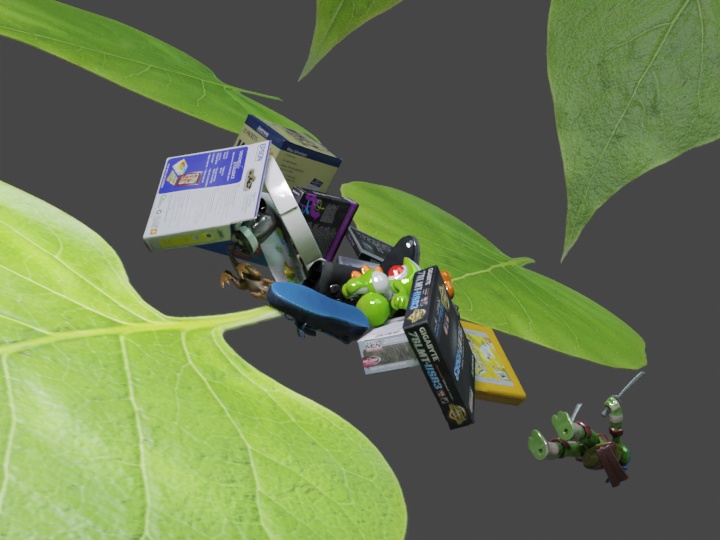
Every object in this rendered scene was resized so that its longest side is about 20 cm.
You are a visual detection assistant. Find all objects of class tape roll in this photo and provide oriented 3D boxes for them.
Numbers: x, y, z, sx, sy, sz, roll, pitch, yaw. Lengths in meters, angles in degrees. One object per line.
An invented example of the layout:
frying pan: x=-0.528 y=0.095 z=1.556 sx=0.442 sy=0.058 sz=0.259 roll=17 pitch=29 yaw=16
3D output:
tape roll: x=-0.127 y=-0.105 z=1.543 sx=0.204 sy=0.037 sz=0.203 roll=64 pitch=-3 yaw=5

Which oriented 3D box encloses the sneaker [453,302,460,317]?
sneaker: x=0.154 y=0.102 z=1.735 sx=0.066 sy=0.091 sz=0.200 roll=30 pitch=15 yaw=12

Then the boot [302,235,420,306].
boot: x=0.000 y=0.001 z=1.593 sx=0.198 sy=0.166 sz=0.066 roll=9 pitch=19 yaw=-32

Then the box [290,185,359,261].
box: x=-0.098 y=-0.094 z=1.820 sx=0.036 sy=0.144 sz=0.199 roll=35 pitch=15 yaw=31

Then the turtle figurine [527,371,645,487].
turtle figurine: x=0.383 y=0.268 z=1.516 sx=0.193 sy=0.202 sz=0.143 roll=12 pitch=-13 yaw=-36

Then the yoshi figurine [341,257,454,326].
yoshi figurine: x=0.064 y=0.053 z=1.551 sx=0.198 sy=0.113 sz=0.112 roll=-3 pitch=32 yaw=-25

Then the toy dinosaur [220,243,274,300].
toy dinosaur: x=-0.195 y=0.012 z=1.490 sx=0.200 sy=0.061 sz=0.106 roll=40 pitch=6 yaw=29

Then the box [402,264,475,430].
box: x=0.135 y=0.122 z=1.431 sx=0.200 sy=0.049 sz=0.200 roll=64 pitch=19 yaw=-20

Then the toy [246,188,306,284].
toy: x=-0.172 y=-0.053 z=1.591 sx=0.201 sy=0.047 sz=0.115 roll=62 pitch=21 yaw=16

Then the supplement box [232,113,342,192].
supplement box: x=-0.183 y=-0.205 z=1.919 sx=0.134 sy=0.201 sz=0.199 roll=38 pitch=17 yaw=35

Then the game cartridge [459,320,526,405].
game cartridge: x=0.209 y=0.165 z=1.639 sx=0.199 sy=0.032 sz=0.177 roll=17 pitch=38 yaw=-42

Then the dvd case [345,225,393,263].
dvd case: x=0.040 y=-0.044 z=2.150 sx=0.149 sy=0.025 sz=0.200 roll=24 pitch=16 yaw=-21

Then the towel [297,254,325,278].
towel: x=-0.057 y=0.022 z=1.723 sx=0.132 sy=0.035 sz=0.200 roll=22 pitch=16 yaw=-22

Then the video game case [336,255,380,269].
video game case: x=0.051 y=0.016 z=1.751 sx=0.198 sy=0.019 sz=0.143 roll=13 pitch=16 yaw=-7

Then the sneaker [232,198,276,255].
sneaker: x=-0.211 y=-0.101 z=1.510 sx=0.200 sy=0.090 sz=0.067 roll=36 pitch=-26 yaw=41

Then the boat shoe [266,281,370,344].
boat shoe: x=-0.074 y=0.083 z=1.433 sx=0.199 sy=0.069 sz=0.084 roll=26 pitch=26 yaw=-29

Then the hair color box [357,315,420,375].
hair color box: x=0.073 y=0.120 z=1.492 sx=0.098 sy=0.061 sz=0.200 roll=-12 pitch=3 yaw=17

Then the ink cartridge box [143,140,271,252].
ink cartridge box: x=-0.248 y=-0.126 z=1.459 sx=0.198 sy=0.047 sz=0.199 roll=-6 pitch=46 yaw=11

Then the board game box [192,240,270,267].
board game box: x=-0.251 y=-0.076 z=1.663 sx=0.199 sy=0.045 sz=0.152 roll=16 pitch=20 yaw=-38

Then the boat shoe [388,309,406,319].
boat shoe: x=0.080 y=0.059 z=1.807 sx=0.064 sy=0.074 sz=0.199 roll=6 pitch=9 yaw=36
